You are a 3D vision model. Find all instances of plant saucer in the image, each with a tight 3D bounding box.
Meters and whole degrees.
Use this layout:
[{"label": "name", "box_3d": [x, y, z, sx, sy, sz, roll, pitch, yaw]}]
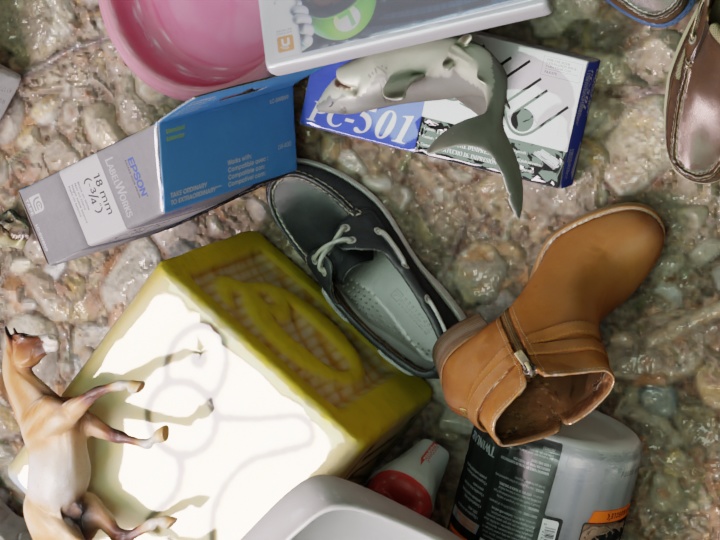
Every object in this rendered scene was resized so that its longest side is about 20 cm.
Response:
[{"label": "plant saucer", "box_3d": [-0.101, -0.221, 1.641, 0.200, 0.051, 0.202, 1, 93, 33]}]

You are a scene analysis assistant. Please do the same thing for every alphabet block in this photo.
[{"label": "alphabet block", "box_3d": [-0.097, 0.115, 1.632, 0.195, 0.196, 0.200, 41, 108, 6]}]

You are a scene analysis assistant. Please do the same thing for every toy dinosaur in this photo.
[{"label": "toy dinosaur", "box_3d": [-0.336, -0.002, 1.773, 0.199, 0.047, 0.089, -2, 87, 22]}]

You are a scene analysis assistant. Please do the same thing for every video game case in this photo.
[{"label": "video game case", "box_3d": [0.021, -0.239, 1.535, 0.199, 0.023, 0.183, -11, 76, 15]}]

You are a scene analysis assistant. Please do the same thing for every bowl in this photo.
[{"label": "bowl", "box_3d": [-0.022, 0.229, 1.530, 0.199, 0.075, 0.200, 30, 108, -35]}]

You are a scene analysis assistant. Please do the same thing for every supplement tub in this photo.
[{"label": "supplement tub", "box_3d": [0.120, 0.198, 1.612, 0.122, 0.122, 0.201, 17, 104, 15]}]

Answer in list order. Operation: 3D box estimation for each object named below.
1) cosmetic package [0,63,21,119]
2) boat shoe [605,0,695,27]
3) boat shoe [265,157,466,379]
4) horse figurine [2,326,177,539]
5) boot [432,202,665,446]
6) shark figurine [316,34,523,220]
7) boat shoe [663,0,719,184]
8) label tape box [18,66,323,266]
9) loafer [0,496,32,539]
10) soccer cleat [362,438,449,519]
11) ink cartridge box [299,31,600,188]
[{"label": "cosmetic package", "box_3d": [-0.355, -0.084, 1.710, 0.081, 0.113, 0.201, 30, 98, 24]}, {"label": "boat shoe", "box_3d": [0.152, -0.247, 1.562, 0.072, 0.072, 0.200, -43, 84, 19]}, {"label": "boat shoe", "box_3d": [0.000, 0.000, 1.654, 0.074, 0.060, 0.200, -41, 85, 19]}, {"label": "horse figurine", "box_3d": [-0.186, 0.141, 1.533, 0.132, 0.050, 0.201, 2, 105, 30]}, {"label": "boot", "box_3d": [0.147, 0.042, 1.547, 0.200, 0.155, 0.074, -39, 110, 0]}, {"label": "shark figurine", "box_3d": [0.073, -0.117, 1.546, 0.128, 0.214, 0.090, -46, 124, -8]}, {"label": "boat shoe", "box_3d": [0.250, -0.155, 1.543, 0.074, 0.075, 0.203, 18, 103, 15]}, {"label": "label tape box", "box_3d": [-0.123, -0.073, 1.606, 0.200, 0.144, 0.064, -22, 89, 42]}, {"label": "loafer", "box_3d": [-0.311, 0.196, 1.783, 0.200, 0.072, 0.063, 46, 116, 4]}, {"label": "soccer cleat", "box_3d": [0.009, 0.202, 1.681, 0.068, 0.085, 0.200, 35, 131, 6]}, {"label": "ink cartridge box", "box_3d": [0.063, -0.127, 1.624, 0.199, 0.044, 0.095, 15, 101, 16]}]
